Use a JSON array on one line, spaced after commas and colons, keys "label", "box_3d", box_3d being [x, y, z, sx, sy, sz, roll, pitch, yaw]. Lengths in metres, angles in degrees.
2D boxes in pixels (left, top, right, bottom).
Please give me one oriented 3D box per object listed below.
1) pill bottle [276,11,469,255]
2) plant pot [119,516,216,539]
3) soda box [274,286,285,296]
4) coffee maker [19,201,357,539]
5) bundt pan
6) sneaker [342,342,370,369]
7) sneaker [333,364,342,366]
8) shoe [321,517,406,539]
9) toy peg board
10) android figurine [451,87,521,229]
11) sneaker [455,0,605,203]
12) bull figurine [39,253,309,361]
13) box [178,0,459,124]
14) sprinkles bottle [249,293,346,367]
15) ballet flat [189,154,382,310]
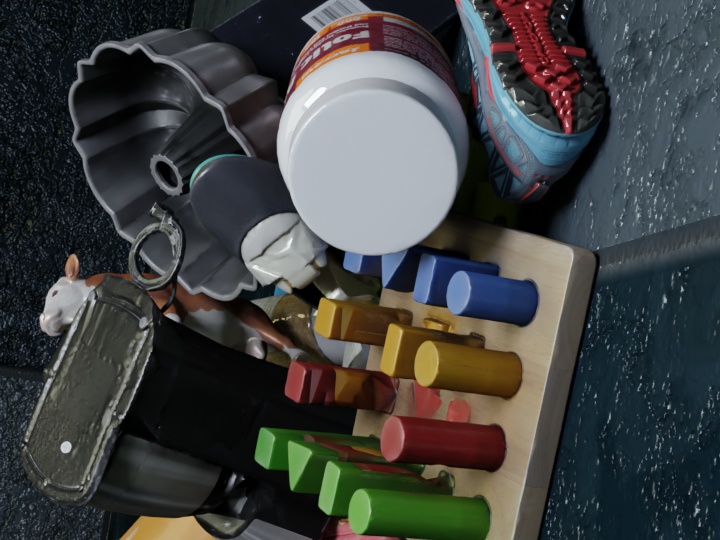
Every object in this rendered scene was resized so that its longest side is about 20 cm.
[{"label": "pill bottle", "box_3d": [0.008, -0.085, 0.948, 0.200, 0.114, 0.115, -89, 13, -71]}, {"label": "plant pot", "box_3d": [-0.134, 0.267, 1.367, 0.184, 0.200, 0.200, -60, 19, 15]}, {"label": "soda box", "box_3d": [-0.047, 0.081, 1.362, 0.064, 0.068, 0.201, 175, 105, -75]}, {"label": "coffee maker", "box_3d": [-0.092, 0.090, 1.035, 0.192, 0.200, 0.135, -52, 41, 16]}, {"label": "bundt pan", "box_3d": [-0.112, -0.083, 1.102, 0.076, 0.202, 0.202, -37, -16, -37]}, {"label": "sneaker", "box_3d": [0.000, 0.000, 1.172, 0.076, 0.087, 0.201, 174, 108, -75]}, {"label": "sneaker", "box_3d": [-0.029, 0.113, 1.219, 0.200, 0.088, 0.077, -126, 48, -72]}, {"label": "shoe", "box_3d": [-0.016, 0.202, 1.120, 0.200, 0.071, 0.091, 135, 152, -57]}, {"label": "toy peg board", "box_3d": [0.025, 0.064, 0.920, 0.200, 0.098, 0.200, 21, 101, 61]}, {"label": "android figurine", "box_3d": [0.061, -0.022, 1.054, 0.182, 0.041, 0.201, -169, 90, -76]}, {"label": "sneaker", "box_3d": [0.086, -0.120, 0.948, 0.200, 0.079, 0.096, -94, 18, -47]}, {"label": "bull figurine", "box_3d": [-0.136, 0.044, 1.158, 0.121, 0.200, 0.065, 41, 114, 43]}, {"label": "box", "box_3d": [-0.042, -0.132, 1.219, 0.200, 0.104, 0.182, -40, -16, -39]}, {"label": "sprinkles bottle", "box_3d": [-0.069, 0.053, 1.281, 0.200, 0.068, 0.068, -12, 64, 41]}, {"label": "ballet flat", "box_3d": [-0.033, -0.010, 1.010, 0.073, 0.200, 0.073, -15, 59, 27]}]
